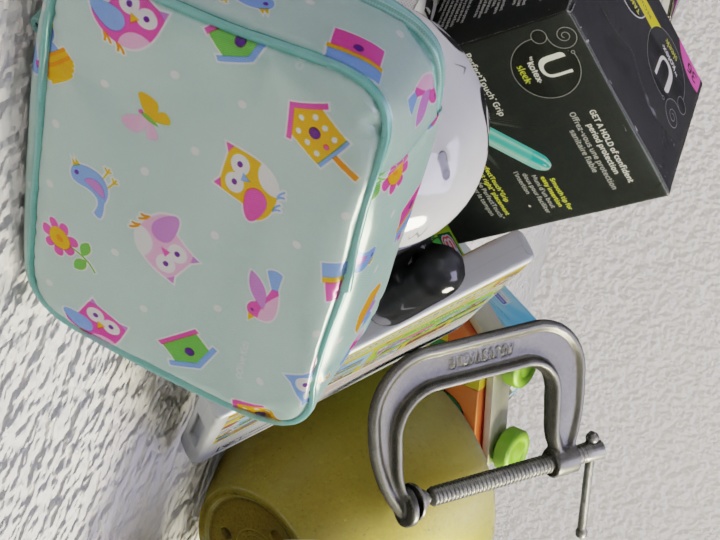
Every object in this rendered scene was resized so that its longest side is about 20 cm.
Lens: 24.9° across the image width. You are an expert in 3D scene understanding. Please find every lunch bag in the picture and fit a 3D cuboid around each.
[{"bbox_3d":[-0.059,-0.044,0.663,0.077,0.160,0.200,-53,164,-48],"label":"lunch bag"}]

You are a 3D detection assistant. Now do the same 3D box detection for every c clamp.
[{"bbox_3d":[0.088,0.118,1.076,0.200,0.027,0.171,-5,110,-32],"label":"c clamp"}]

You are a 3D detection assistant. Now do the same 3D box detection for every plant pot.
[{"bbox_3d":[-0.028,0.169,1.132,0.142,0.200,0.200,-28,138,-46],"label":"plant pot"}]

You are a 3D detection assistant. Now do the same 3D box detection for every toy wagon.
[{"bbox_3d":[0.048,0.095,1.160,0.040,0.155,0.200,-26,128,-46],"label":"toy wagon"}]

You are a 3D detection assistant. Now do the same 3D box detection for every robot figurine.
[{"bbox_3d":[-0.021,-0.055,0.792,0.200,0.150,0.125,-28,-134,58],"label":"robot figurine"}]

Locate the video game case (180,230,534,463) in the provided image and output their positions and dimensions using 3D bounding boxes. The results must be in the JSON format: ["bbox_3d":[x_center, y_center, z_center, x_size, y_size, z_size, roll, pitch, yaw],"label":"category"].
[{"bbox_3d":[-0.008,0.048,0.955,0.200,0.023,0.182,-26,172,-15],"label":"video game case"}]

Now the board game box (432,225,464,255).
[{"bbox_3d":[-0.015,0.022,1.018,0.102,0.048,0.200,-33,171,26],"label":"board game box"}]

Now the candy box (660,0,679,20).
[{"bbox_3d":[0.177,-0.280,1.346,0.061,0.200,0.136,93,19,-51],"label":"candy box"}]

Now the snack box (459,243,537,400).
[{"bbox_3d":[0.048,0.077,1.205,0.037,0.116,0.200,-26,158,-47],"label":"snack box"}]

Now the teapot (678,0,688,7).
[{"bbox_3d":[0.347,-0.419,2.161,0.200,0.146,0.198,23,58,-59],"label":"teapot"}]

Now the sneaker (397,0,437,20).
[{"bbox_3d":[0.013,-0.216,0.977,0.115,0.075,0.200,64,40,-73],"label":"sneaker"}]

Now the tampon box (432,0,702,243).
[{"bbox_3d":[0.097,-0.121,1.075,0.150,0.200,0.126,55,39,-29],"label":"tampon box"}]
